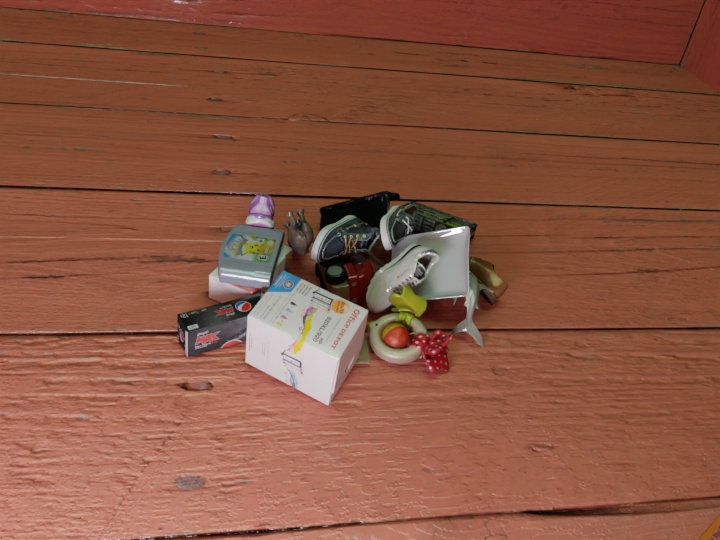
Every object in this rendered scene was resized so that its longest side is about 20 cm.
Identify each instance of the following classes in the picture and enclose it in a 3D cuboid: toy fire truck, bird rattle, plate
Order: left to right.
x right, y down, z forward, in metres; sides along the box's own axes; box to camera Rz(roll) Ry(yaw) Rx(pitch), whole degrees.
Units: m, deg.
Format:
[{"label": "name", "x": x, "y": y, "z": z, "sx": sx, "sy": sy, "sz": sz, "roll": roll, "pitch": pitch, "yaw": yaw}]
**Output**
[{"label": "toy fire truck", "x": 0.000, "y": 0.000, "z": 1.642, "sx": 0.196, "sy": 0.131, "sz": 0.177, "roll": -12, "pitch": 40, "yaw": -12}, {"label": "bird rattle", "x": 0.100, "y": 0.148, "z": 1.494, "sx": 0.160, "sy": 0.114, "sz": 0.202, "roll": -17, "pitch": 54, "yaw": -15}, {"label": "plate", "x": 0.164, "y": -0.005, "z": 1.633, "sx": 0.196, "sy": 0.032, "sz": 0.203, "roll": -9, "pitch": 51, "yaw": 21}]

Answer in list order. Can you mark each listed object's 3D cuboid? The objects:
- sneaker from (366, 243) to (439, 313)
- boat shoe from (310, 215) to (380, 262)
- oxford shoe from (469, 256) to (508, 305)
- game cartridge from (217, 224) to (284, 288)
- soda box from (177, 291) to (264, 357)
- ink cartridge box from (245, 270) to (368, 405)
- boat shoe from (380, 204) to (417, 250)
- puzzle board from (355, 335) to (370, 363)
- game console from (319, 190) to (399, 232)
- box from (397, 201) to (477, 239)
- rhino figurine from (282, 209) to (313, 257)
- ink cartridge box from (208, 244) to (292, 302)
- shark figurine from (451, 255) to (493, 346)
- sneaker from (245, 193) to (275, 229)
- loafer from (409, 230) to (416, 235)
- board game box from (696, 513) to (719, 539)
[{"label": "sneaker", "x": 0.093, "y": 0.019, "z": 1.566, "sx": 0.200, "sy": 0.077, "sz": 0.080, "roll": -48, "pitch": 34, "yaw": -12}, {"label": "boat shoe", "x": -0.030, "y": -0.066, "z": 1.570, "sx": 0.090, "sy": 0.072, "sz": 0.200, "roll": 21, "pitch": 34, "yaw": 20}, {"label": "oxford shoe", "x": 0.290, "y": -0.004, "z": 1.720, "sx": 0.071, "sy": 0.071, "sz": 0.201, "roll": -39, "pitch": 56, "yaw": -1}, {"label": "game cartridge", "x": -0.250, "y": -0.038, "z": 1.570, "sx": 0.130, "sy": 0.041, "sz": 0.202, "roll": 5, "pitch": 36, "yaw": 1}, {"label": "soda box", "x": -0.277, "y": 0.111, "z": 1.441, "sx": 0.197, "sy": 0.072, "sz": 0.063, "roll": -14, "pitch": 40, "yaw": -30}, {"label": "ink cartridge box", "x": -0.105, "y": 0.131, "z": 1.367, "sx": 0.197, "sy": 0.146, "sz": 0.148, "roll": 24, "pitch": 45, "yaw": 12}, {"label": "boat shoe", "x": 0.098, "y": -0.111, "z": 1.688, "sx": 0.067, "sy": 0.073, "sz": 0.200, "roll": -11, "pitch": 19, "yaw": 21}, {"label": "puzzle board", "x": -0.085, "y": 0.147, "z": 1.488, "sx": 0.195, "sy": 0.018, "sz": 0.152, "roll": 1, "pitch": 37, "yaw": -11}, {"label": "game console", "x": 0.000, "y": -0.129, "z": 1.817, "sx": 0.196, "sy": 0.119, "sz": 0.175, "roll": -11, "pitch": -1, "yaw": 21}, {"label": "box", "x": 0.204, "y": -0.129, "z": 1.871, "sx": 0.197, "sy": 0.045, "sz": 0.160, "roll": 22, "pitch": 18, "yaw": 15}, {"label": "rhino figurine", "x": -0.149, "y": -0.080, "z": 1.671, "sx": 0.059, "sy": 0.200, "sz": 0.089, "roll": -21, "pitch": 82, "yaw": -11}, {"label": "ink cartridge box", "x": -0.249, "y": 0.004, "z": 1.602, "sx": 0.115, "sy": 0.069, "sz": 0.200, "roll": 20, "pitch": 38, "yaw": 14}, {"label": "shark figurine", "x": 0.266, "y": 0.059, "z": 1.606, "sx": 0.088, "sy": 0.130, "sz": 0.216, "roll": 16, "pitch": 34, "yaw": -12}, {"label": "sneaker", "x": -0.244, "y": -0.144, "z": 1.725, "sx": 0.079, "sy": 0.091, "sz": 0.200, "roll": 6, "pitch": -3, "yaw": -9}, {"label": "loafer", "x": 0.130, "y": -0.068, "z": 1.788, "sx": 0.068, "sy": 0.071, "sz": 0.202, "roll": 5, "pitch": 36, "yaw": -11}, {"label": "board game box", "x": 0.534, "y": 0.503, "z": 0.980, "sx": 0.198, "sy": 0.203, "sz": 0.199, "roll": -21, "pitch": 45, "yaw": -35}]
